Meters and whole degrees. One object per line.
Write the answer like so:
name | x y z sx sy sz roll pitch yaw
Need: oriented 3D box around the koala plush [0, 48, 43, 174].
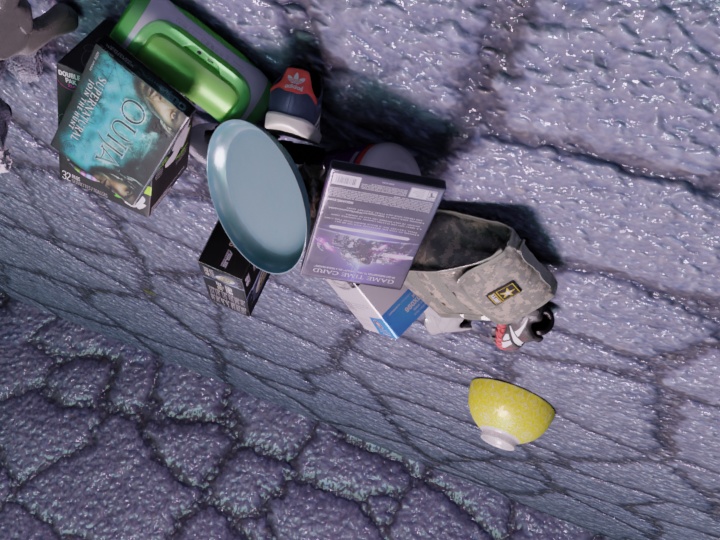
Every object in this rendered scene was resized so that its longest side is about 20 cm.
koala plush | -0.582 -0.248 1.223 0.175 0.183 0.203 17 118 25

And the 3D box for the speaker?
speaker | -0.205 -0.257 1.023 0.199 0.089 0.088 35 157 -24

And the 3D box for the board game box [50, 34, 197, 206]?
board game box | -0.300 -0.180 1.034 0.135 0.028 0.200 37 136 -10

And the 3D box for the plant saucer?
plant saucer | -0.125 -0.094 1.044 0.199 0.027 0.203 28 131 37

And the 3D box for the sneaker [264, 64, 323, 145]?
sneaker | -0.076 -0.208 1.033 0.074 0.086 0.200 13 -175 -6

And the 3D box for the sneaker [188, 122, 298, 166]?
sneaker | -0.180 -0.147 1.272 0.198 0.076 0.115 25 157 -9

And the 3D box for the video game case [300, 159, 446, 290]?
video game case | 0.011 -0.051 1.042 0.140 0.019 0.201 9 141 -11

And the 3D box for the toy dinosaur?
toy dinosaur | -0.095 -0.095 1.093 0.076 0.104 0.199 -6 -168 -40

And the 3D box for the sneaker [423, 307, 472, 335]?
sneaker | 0.139 0.052 1.432 0.086 0.076 0.200 0 157 25

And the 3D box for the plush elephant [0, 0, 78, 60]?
plush elephant | -0.490 -0.341 1.055 0.154 0.201 0.165 38 171 16

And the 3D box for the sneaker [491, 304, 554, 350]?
sneaker | 0.266 0.089 1.348 0.097 0.072 0.201 20 158 19

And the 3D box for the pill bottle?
pill bottle | -0.018 -0.110 1.129 0.198 0.114 0.112 2 150 47

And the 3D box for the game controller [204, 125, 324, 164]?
game controller | -0.134 -0.172 1.130 0.103 0.043 0.199 -8 -163 -34

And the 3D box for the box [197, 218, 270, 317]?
box | -0.202 -0.034 1.447 0.085 0.166 0.200 22 159 5

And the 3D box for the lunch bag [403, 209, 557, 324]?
lunch bag | 0.165 -0.002 1.178 0.198 0.119 0.164 3 156 39

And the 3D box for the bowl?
bowl | 0.319 0.331 1.827 0.197 0.109 0.201 22 160 8

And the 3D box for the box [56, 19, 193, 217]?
box | -0.319 -0.205 1.131 0.147 0.125 0.201 24 136 2

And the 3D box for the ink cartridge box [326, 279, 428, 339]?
ink cartridge box | 0.000 0.000 1.298 0.201 0.084 0.144 51 166 -16
